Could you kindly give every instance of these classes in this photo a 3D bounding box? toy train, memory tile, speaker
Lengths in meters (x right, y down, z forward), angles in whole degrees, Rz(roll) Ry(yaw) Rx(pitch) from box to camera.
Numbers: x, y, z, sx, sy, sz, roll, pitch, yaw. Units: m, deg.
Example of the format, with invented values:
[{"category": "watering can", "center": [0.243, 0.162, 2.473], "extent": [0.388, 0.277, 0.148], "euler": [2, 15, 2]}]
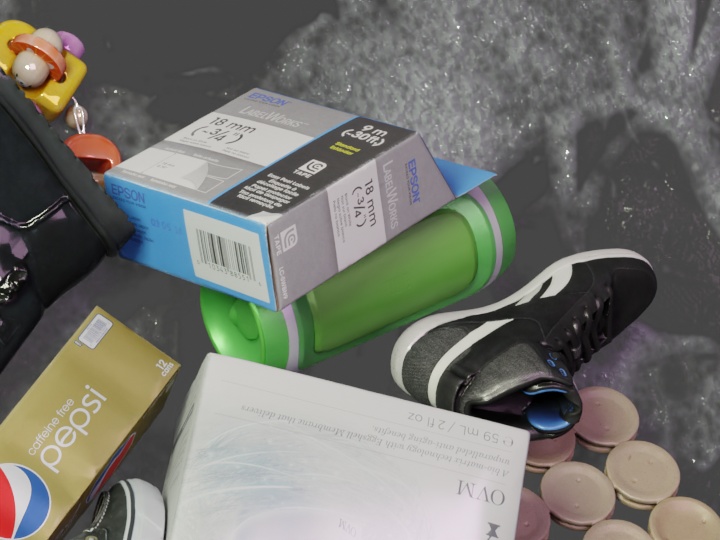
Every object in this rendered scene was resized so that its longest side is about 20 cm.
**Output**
[{"category": "toy train", "center": [-0.220, -0.088, 1.371], "extent": [0.198, 0.056, 0.152], "euler": [9, 69, -23]}, {"category": "memory tile", "center": [0.150, 0.163, 1.432], "extent": [0.152, 0.017, 0.200], "euler": [-17, 52, -23]}, {"category": "speaker", "center": [0.000, 0.000, 1.431], "extent": [0.199, 0.088, 0.089], "euler": [-22, 83, -30]}]

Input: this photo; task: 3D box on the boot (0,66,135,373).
[{"category": "boot", "center": [-0.247, -0.031, 1.297], "extent": [0.168, 0.076, 0.200], "euler": [-46, 109, -17]}]

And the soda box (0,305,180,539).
[{"category": "soda box", "center": [-0.187, 0.121, 1.302], "extent": [0.064, 0.068, 0.200], "euler": [35, 61, 4]}]

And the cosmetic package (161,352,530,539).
[{"category": "cosmetic package", "center": [-0.022, 0.179, 1.318], "extent": [0.198, 0.123, 0.202], "euler": [14, 68, -8]}]

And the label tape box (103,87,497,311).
[{"category": "label tape box", "center": [-0.035, -0.059, 1.385], "extent": [0.200, 0.144, 0.064], "euler": [-33, 126, -37]}]

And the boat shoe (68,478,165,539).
[{"category": "boat shoe", "center": [-0.152, 0.176, 1.243], "extent": [0.070, 0.073, 0.200], "euler": [16, 28, -7]}]

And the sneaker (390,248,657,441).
[{"category": "sneaker", "center": [0.130, 0.057, 1.453], "extent": [0.199, 0.112, 0.074], "euler": [-21, 125, -23]}]
